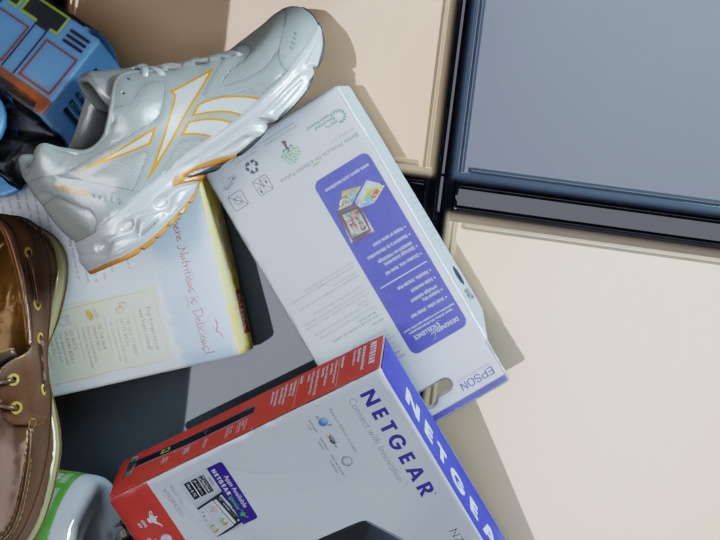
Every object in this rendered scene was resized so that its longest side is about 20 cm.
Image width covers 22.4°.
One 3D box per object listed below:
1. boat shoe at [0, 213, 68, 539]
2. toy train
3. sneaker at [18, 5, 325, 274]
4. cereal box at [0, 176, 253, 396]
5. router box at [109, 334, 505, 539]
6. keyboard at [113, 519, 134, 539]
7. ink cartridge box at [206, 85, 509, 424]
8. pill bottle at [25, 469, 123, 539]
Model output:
[{"bbox_3d":[-0.212,0.064,1.042,0.072,0.068,0.200,0,77,10],"label":"boat shoe"},{"bbox_3d":[-0.238,-0.128,1.079,0.200,0.087,0.114,34,79,18],"label":"toy train"},{"bbox_3d":[-0.106,-0.095,1.029,0.200,0.076,0.092,-47,105,-19],"label":"sneaker"},{"bbox_3d":[-0.176,0.002,1.110,0.200,0.040,0.144,-12,91,12],"label":"cereal box"},{"bbox_3d":[-0.018,0.163,1.062,0.179,0.049,0.200,-27,107,14],"label":"router box"},{"bbox_3d":[-0.067,0.164,1.112,0.200,0.021,0.127,-42,99,12],"label":"keyboard"},{"bbox_3d":[0.000,0.000,1.075,0.099,0.039,0.200,-30,88,14],"label":"ink cartridge box"},{"bbox_3d":[-0.256,0.168,1.109,0.200,0.111,0.111,6,97,11],"label":"pill bottle"}]
